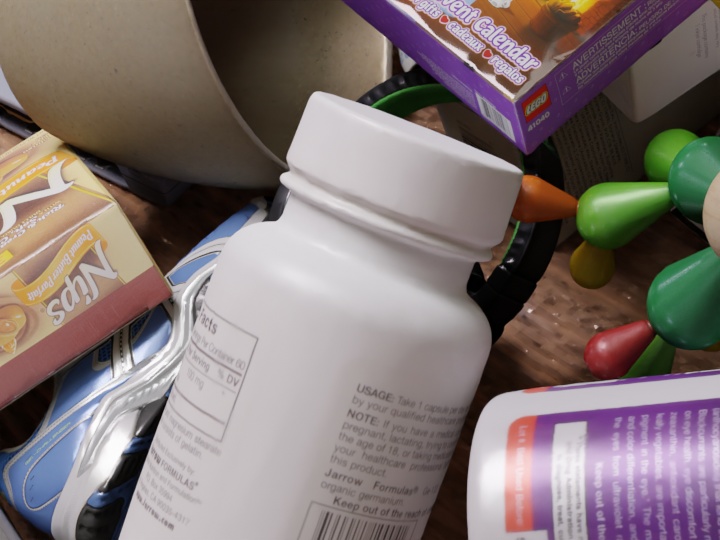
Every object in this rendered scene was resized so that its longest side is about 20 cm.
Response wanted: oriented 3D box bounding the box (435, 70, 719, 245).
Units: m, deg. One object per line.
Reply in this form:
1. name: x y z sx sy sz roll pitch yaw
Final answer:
1. box: 0.133 -0.108 0.985 0.200 0.082 0.068 -38 44 -16

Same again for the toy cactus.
1. toy cactus: 0.133 -0.036 0.775 0.201 0.102 0.165 -63 16 9

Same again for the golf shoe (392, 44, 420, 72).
1. golf shoe: 0.029 -0.144 1.077 0.199 0.078 0.098 11 59 34

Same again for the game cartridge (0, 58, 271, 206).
1. game cartridge: -0.125 -0.115 1.144 0.199 0.041 0.133 26 66 40

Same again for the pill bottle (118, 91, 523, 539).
1. pill bottle: -0.012 0.040 0.812 0.114 0.114 0.201 27 100 41

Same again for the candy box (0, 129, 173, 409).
1. candy box: -0.167 -0.001 0.983 0.115 0.056 0.200 -34 20 -7

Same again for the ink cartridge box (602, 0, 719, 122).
1. ink cartridge box: 0.165 -0.170 0.924 0.199 0.068 0.117 -34 56 -11

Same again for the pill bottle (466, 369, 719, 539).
1. pill bottle: 0.147 0.091 0.756 0.198 0.112 0.112 -7 45 18

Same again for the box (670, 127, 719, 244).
1. box: 0.213 -0.088 0.866 0.110 0.035 0.200 -55 6 -29

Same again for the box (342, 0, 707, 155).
1. box: 0.053 -0.155 0.877 0.137 0.039 0.200 -40 57 -12

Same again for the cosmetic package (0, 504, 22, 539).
1. cosmetic package: -0.268 0.121 0.911 0.199 0.123 0.199 -35 43 -9

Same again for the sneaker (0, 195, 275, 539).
1. sneaker: -0.093 0.038 0.945 0.077 0.076 0.200 16 54 30

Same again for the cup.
1. cup: -0.092 -0.127 1.000 0.142 0.201 0.201 -10 43 28

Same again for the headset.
1. headset: 0.000 0.000 0.905 0.123 0.094 0.201 43 103 34
